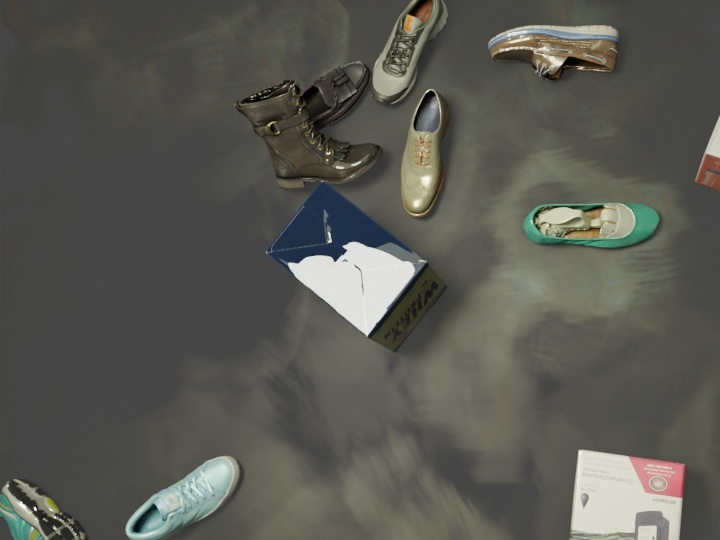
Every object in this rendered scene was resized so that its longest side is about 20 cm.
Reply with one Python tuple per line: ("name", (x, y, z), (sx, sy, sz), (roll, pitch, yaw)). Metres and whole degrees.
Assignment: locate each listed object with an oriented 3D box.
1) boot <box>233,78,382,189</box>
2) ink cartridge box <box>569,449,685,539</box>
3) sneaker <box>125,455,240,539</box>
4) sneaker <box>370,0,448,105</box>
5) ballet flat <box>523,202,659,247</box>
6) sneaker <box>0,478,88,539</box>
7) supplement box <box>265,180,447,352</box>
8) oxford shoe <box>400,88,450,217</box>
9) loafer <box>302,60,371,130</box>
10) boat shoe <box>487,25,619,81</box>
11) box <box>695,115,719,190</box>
("boot", (-0.080, -0.217, 1.513), (0.199, 0.175, 0.069), (-12, 36, 12))
("ink cartridge box", (0.364, 0.358, 1.343), (0.144, 0.084, 0.201), (5, 81, 15))
("sneaker", (-0.274, 0.358, 1.496), (0.200, 0.082, 0.074), (-40, 74, 3))
("sneaker", (0.069, -0.359, 1.554), (0.074, 0.079, 0.201), (26, 88, 15))
("ballet flat", (0.340, -0.069, 1.438), (0.199, 0.070, 0.068), (-2, 79, 13))
("sneaker", (-0.506, 0.420, 1.557), (0.200, 0.077, 0.080), (40, 110, 22))
("supplement box", (0.000, 0.000, 1.438), (0.200, 0.200, 0.134), (39, 90, 17))
("oxford shoe", (0.094, -0.185, 1.516), (0.070, 0.074, 0.201), (4, 80, 14))
("loafer", (-0.067, -0.270, 1.577), (0.200, 0.063, 0.072), (-39, 72, 4))
("boat shoe", (0.296, -0.333, 1.498), (0.199, 0.072, 0.073), (-2, 80, 13))
("box", (0.587, -0.155, 1.354), (0.199, 0.152, 0.107), (22, 86, 17))
